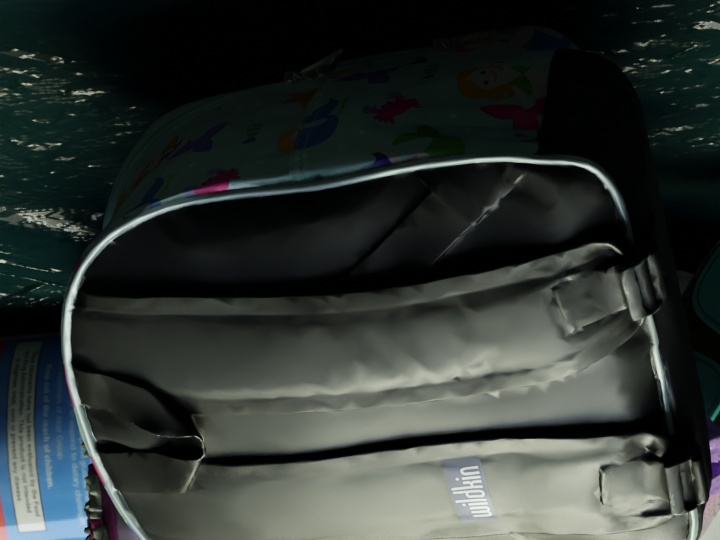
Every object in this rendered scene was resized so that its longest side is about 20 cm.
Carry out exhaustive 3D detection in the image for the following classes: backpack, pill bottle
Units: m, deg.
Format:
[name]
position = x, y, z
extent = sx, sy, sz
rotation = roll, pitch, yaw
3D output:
[backpack]
position = 0.006, 0.016, 0.873
extent = 0.199, 0.151, 0.178
rotation = -11, 119, 10
[pill bottle]
position = -0.077, 0.077, 1.190
extent = 0.199, 0.113, 0.112
rotation = -6, 164, 6

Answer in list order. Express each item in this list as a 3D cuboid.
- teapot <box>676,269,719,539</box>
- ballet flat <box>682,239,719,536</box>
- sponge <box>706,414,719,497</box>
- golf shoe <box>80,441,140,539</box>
[teapot]
position = 0.117, 0.071, 1.125
extent = 0.196, 0.201, 0.146
rotation = 13, 143, -1
[ballet flat]
position = 0.150, 0.041, 1.035
extent = 0.069, 0.200, 0.071
rotation = 35, 175, 36
[sponge]
position = 0.022, 0.077, 0.961
extent = 0.199, 0.112, 0.030
rotation = -22, 128, -19
[golf shoe]
position = -0.067, 0.069, 1.050
extent = 0.091, 0.200, 0.076
rotation = 0, 131, -5
